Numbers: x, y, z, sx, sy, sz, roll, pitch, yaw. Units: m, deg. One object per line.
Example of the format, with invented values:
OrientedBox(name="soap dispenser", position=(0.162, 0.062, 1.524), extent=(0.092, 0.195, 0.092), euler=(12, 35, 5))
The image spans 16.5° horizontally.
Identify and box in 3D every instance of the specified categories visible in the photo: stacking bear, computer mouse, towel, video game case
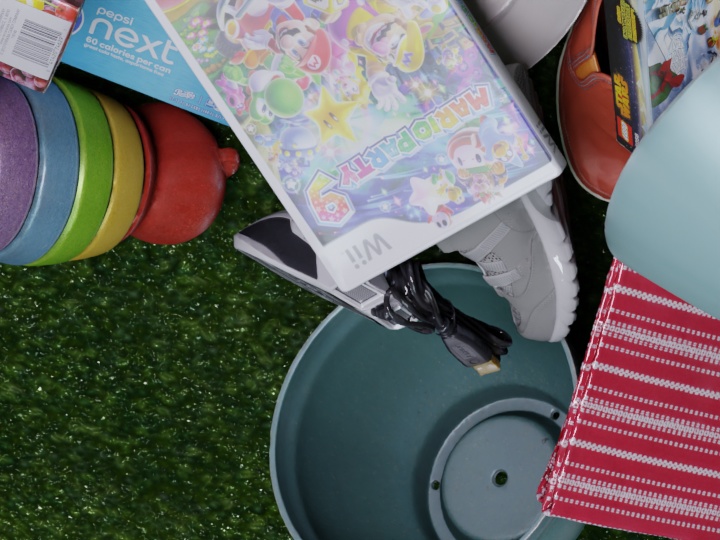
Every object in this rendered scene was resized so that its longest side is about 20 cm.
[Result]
OrientedBox(name="stacking bear", position=(-0.163, -0.058, 1.383), extent=(0.199, 0.114, 0.122), euler=(3, 140, -40))
OrientedBox(name="computer mouse", position=(0.000, 0.000, 1.422), extent=(0.109, 0.044, 0.200), euler=(31, 176, -43))
OrientedBox(name="towel", position=(0.181, 0.049, 1.382), extent=(0.144, 0.022, 0.201), euler=(13, 96, -31))
OrientedBox(name="video game case", position=(-0.007, -0.102, 1.250), extent=(0.143, 0.018, 0.201), euler=(-29, 102, 27))

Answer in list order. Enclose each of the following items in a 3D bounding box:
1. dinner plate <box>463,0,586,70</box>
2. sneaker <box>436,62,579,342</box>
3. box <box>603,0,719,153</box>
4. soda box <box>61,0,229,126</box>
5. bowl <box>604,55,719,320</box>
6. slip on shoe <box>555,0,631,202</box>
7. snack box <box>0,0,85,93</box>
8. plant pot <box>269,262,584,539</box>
OrientedBox(name="dinner plate", position=(0.025, -0.177, 1.263), extent=(0.199, 0.024, 0.201), euler=(3, 114, 7))
OrientedBox(name="sneaker", position=(0.070, -0.033, 1.341), extent=(0.081, 0.075, 0.201), euler=(-11, 137, 8))
OrientedBox(name="box", position=(0.183, -0.160, 1.222), extent=(0.136, 0.040, 0.201), euler=(-28, 135, -18))
OrientedBox(name="soda box", position=(-0.124, -0.147, 1.346), extent=(0.199, 0.064, 0.068), euler=(20, 135, -7))
OrientedBox(name="bowl", position=(0.234, -0.037, 1.260), extent=(0.200, 0.105, 0.201), euler=(-30, 153, -17))
OrientedBox(name="slip on shoe", position=(0.143, -0.108, 1.322), extent=(0.074, 0.061, 0.201), euler=(9, 136, 2))
OrientedBox(name="snack box", position=(-0.220, -0.199, 1.245), extent=(0.199, 0.169, 0.068), euler=(21, 133, -9))
OrientedBox(name="plant pot", position=(0.065, 0.112, 1.482), extent=(0.199, 0.202, 0.134), euler=(-13, 154, 25))
